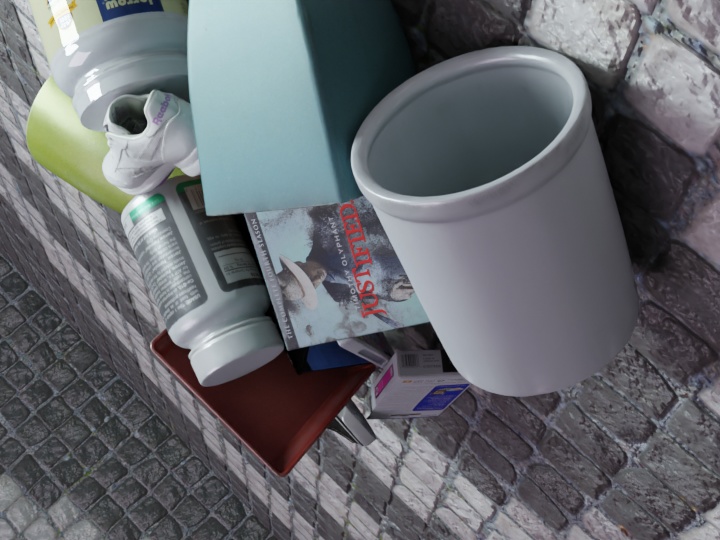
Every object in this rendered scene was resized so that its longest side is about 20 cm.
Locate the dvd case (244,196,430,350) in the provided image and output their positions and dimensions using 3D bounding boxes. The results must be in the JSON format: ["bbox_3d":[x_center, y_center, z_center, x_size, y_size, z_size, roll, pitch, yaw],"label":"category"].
[{"bbox_3d":[0.006,-0.012,0.966,0.199,0.022,0.147,-11,107,16],"label":"dvd case"}]

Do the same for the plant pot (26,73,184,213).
[{"bbox_3d":[-0.256,-0.139,1.254,0.200,0.187,0.188,40,157,20],"label":"plant pot"}]

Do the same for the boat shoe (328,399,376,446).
[{"bbox_3d":[-0.066,0.149,1.274,0.200,0.064,0.071,44,-176,-12],"label":"boat shoe"}]

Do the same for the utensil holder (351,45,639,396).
[{"bbox_3d":[0.104,-0.031,0.774,0.170,0.170,0.201,25,150,46],"label":"utensil holder"}]

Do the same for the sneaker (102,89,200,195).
[{"bbox_3d":[-0.204,-0.129,1.000,0.099,0.075,0.199,31,156,-30],"label":"sneaker"}]

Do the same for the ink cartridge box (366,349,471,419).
[{"bbox_3d":[0.068,0.134,1.227,0.200,0.094,0.037,114,153,-65],"label":"ink cartridge box"}]

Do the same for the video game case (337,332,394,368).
[{"bbox_3d":[-0.020,0.035,1.169,0.144,0.018,0.200,59,-173,20],"label":"video game case"}]

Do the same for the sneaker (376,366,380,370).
[{"bbox_3d":[-0.019,0.119,1.335,0.075,0.087,0.200,43,169,3],"label":"sneaker"}]

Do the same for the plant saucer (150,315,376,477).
[{"bbox_3d":[-0.108,0.102,1.181,0.200,0.200,0.037,45,139,-1],"label":"plant saucer"}]

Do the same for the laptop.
[{"bbox_3d":[-0.057,0.004,1.163,0.188,0.115,0.200,60,159,22],"label":"laptop"}]

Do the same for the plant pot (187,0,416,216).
[{"bbox_3d":[-0.049,-0.160,0.826,0.140,0.141,0.201,-3,106,36],"label":"plant pot"}]

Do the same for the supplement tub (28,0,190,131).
[{"bbox_3d":[-0.239,-0.250,1.018,0.201,0.144,0.145,70,160,8],"label":"supplement tub"}]

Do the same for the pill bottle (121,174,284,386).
[{"bbox_3d":[-0.162,0.010,1.103,0.201,0.112,0.113,65,162,13],"label":"pill bottle"}]
